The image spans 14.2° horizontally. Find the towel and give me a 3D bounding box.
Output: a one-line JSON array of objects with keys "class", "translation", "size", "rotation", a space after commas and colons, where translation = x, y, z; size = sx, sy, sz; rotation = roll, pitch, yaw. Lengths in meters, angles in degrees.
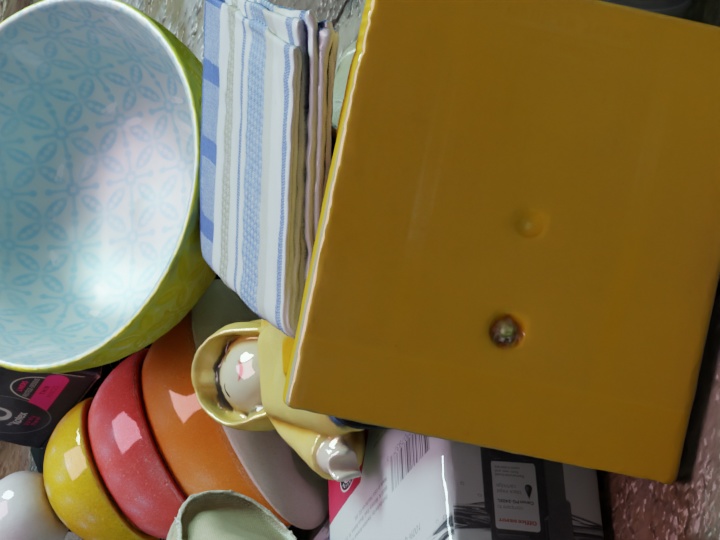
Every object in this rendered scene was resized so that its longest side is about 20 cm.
[{"class": "towel", "translation": [-0.045, -0.057, 1.351], "size": [0.200, 0.024, 0.147], "rotation": [-145, 56, -72]}]

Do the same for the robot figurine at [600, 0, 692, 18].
[{"class": "robot figurine", "translation": [0.116, -0.182, 1.309], "size": [0.170, 0.113, 0.200], "rotation": [-35, -27, -56]}]

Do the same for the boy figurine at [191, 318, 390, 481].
[{"class": "boy figurine", "translation": [-0.025, 0.039, 1.389], "size": [0.200, 0.064, 0.125], "rotation": [171, 90, -67]}]

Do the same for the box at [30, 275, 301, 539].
[{"class": "box", "translation": [-0.093, 0.052, 1.702], "size": [0.124, 0.148, 0.200], "rotation": [-128, 53, -66]}]

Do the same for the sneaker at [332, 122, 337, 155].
[{"class": "sneaker", "translation": [0.000, 0.000, 1.441], "size": [0.073, 0.200, 0.085], "rotation": [-37, 1, -8]}]

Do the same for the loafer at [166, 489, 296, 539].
[{"class": "loafer", "translation": [-0.039, 0.157, 1.376], "size": [0.200, 0.076, 0.068], "rotation": [-125, 46, -55]}]

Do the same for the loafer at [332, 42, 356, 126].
[{"class": "loafer", "translation": [0.024, -0.072, 1.524], "size": [0.068, 0.076, 0.200], "rotation": [-51, 17, 11]}]

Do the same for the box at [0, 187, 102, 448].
[{"class": "box", "translation": [-0.203, -0.016, 1.662], "size": [0.122, 0.106, 0.200], "rotation": [133, 146, -58]}]

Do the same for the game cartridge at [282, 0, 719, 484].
[{"class": "game cartridge", "translation": [0.071, -0.021, 1.257], "size": [0.032, 0.176, 0.200], "rotation": [-155, 77, -85]}]

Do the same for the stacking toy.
[{"class": "stacking toy", "translation": [-0.125, 0.105, 1.593], "size": [0.200, 0.146, 0.146], "rotation": [-24, 43, 13]}]

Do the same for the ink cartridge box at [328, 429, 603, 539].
[{"class": "ink cartridge box", "translation": [0.048, 0.142, 1.363], "size": [0.145, 0.083, 0.200], "rotation": [125, 148, -50]}]

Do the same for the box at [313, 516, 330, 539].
[{"class": "box", "translation": [0.001, 0.180, 1.545], "size": [0.200, 0.035, 0.110], "rotation": [124, 150, -47]}]

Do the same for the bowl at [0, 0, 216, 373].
[{"class": "bowl", "translation": [-0.132, -0.037, 1.546], "size": [0.200, 0.108, 0.201], "rotation": [-8, 75, 33]}]
